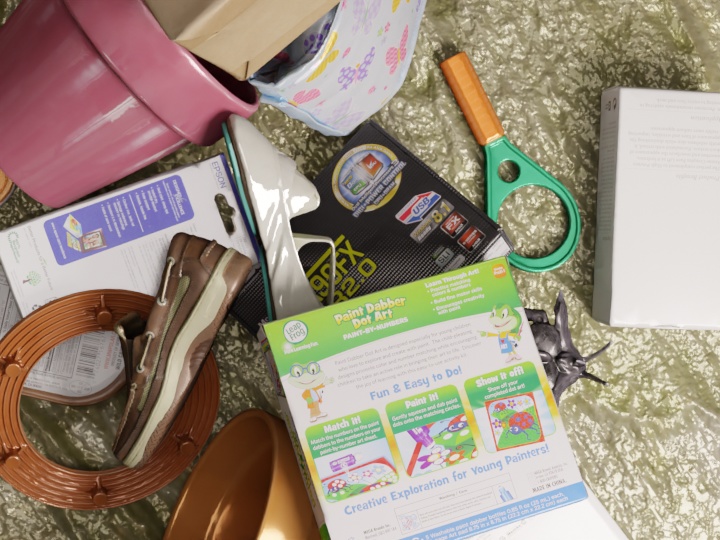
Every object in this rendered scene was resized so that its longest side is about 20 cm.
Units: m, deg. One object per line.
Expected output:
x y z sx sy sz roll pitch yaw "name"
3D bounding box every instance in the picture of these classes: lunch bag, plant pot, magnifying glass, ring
-0.029 -0.217 1.369 0.127 0.170 0.200 13 88 23 "lunch bag"
-0.209 -0.152 1.363 0.179 0.200 0.200 -37 94 11 "plant pot"
0.122 -0.091 1.471 0.080 0.022 0.200 -27 95 -5 "magnifying glass"
-0.059 0.226 1.378 0.140 0.200 0.200 24 88 -21 "plant pot"
-0.209 0.109 1.396 0.200 0.019 0.201 -8 117 -16 "ring"

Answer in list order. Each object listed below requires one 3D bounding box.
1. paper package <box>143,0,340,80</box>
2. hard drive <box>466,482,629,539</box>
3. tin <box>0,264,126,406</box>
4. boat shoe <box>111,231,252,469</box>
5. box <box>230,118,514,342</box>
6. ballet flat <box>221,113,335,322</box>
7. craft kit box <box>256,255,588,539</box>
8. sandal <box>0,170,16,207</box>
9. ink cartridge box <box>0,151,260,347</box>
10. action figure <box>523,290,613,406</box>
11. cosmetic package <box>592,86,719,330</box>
-0.091 -0.275 1.259 0.191 0.103 0.200 -38 66 13 "paper package"
0.158 0.245 1.471 0.132 0.026 0.200 -38 94 -4 "hard drive"
-0.277 0.046 1.424 0.200 0.042 0.112 13 85 -5 "tin"
-0.157 0.058 1.350 0.075 0.075 0.202 28 107 0 "boat shoe"
0.000 0.000 1.406 0.200 0.044 0.160 -47 64 -2 "box"
-0.056 -0.031 1.340 0.069 0.069 0.200 -14 107 -5 "ballet flat"
0.045 0.109 1.301 0.200 0.049 0.198 -15 82 -12 "craft kit box"
-0.375 -0.039 1.401 0.207 0.059 0.079 -36 93 -4 "sandal"
-0.187 -0.017 1.398 0.200 0.039 0.100 -19 91 -8 "ink cartridge box"
0.110 0.074 1.428 0.200 0.102 0.119 4 81 15 "action figure"
0.253 -0.052 1.457 0.102 0.074 0.200 3 92 -5 "cosmetic package"
